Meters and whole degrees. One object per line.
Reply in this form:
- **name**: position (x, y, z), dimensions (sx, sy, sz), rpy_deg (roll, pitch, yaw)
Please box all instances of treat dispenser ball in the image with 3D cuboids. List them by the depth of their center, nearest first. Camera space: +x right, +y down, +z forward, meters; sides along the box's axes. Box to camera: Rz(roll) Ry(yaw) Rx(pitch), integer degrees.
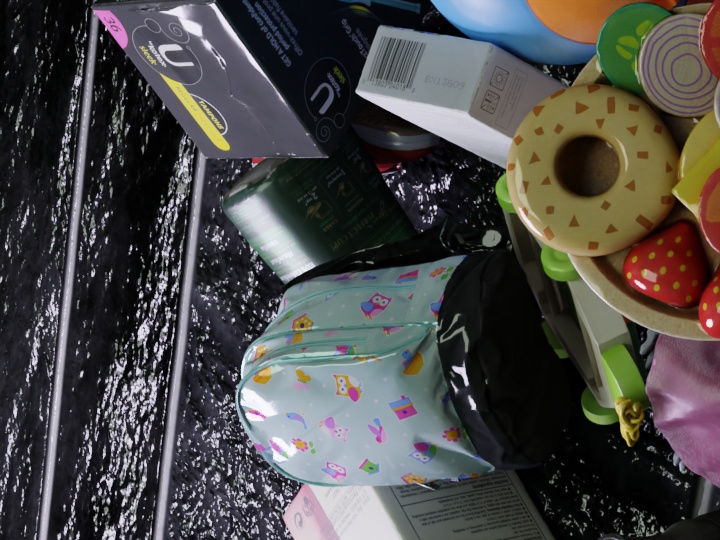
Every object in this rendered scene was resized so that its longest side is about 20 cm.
- **treat dispenser ball**: position (0.122, -0.227, 1.588), dimensions (0.200, 0.200, 0.202), rpy_deg (9, 102, 50)

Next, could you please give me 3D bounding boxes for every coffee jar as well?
- **coffee jar**: position (0.000, 0.000, 1.796), dimensions (0.200, 0.104, 0.085), rpy_deg (55, 143, -8)

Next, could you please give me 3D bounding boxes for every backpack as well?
- **backpack**: position (0.019, 0.064, 1.679), dimensions (0.199, 0.127, 0.168), rpy_deg (-4, 120, 30)

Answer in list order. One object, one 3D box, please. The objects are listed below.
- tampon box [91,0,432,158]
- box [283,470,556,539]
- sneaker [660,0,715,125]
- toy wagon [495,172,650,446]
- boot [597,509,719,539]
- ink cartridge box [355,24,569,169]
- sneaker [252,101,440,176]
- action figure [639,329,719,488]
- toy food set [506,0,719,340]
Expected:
- **tampon box**: position (-0.054, -0.196, 1.756), dimensions (0.126, 0.200, 0.150), rpy_deg (2, 139, 44)
- **box**: position (0.057, 0.209, 1.785), dimensions (0.200, 0.127, 0.109), rpy_deg (60, 136, 27)
- **sneaker**: position (0.247, -0.127, 1.560), dimensions (0.200, 0.115, 0.078), rpy_deg (-43, 38, 11)
- **toy wagon**: position (0.143, 0.030, 1.652), dimensions (0.200, 0.039, 0.156), rpy_deg (59, 172, 44)
- **boot**: position (0.158, 0.232, 1.660), dimensions (0.068, 0.130, 0.201), rpy_deg (51, 131, 35)
- **ink cartridge box**: position (0.105, -0.094, 1.652), dimensions (0.109, 0.200, 0.051), rpy_deg (16, 85, 49)
- **sneaker**: position (-0.013, -0.068, 1.882), dimensions (0.200, 0.071, 0.113), rpy_deg (13, 105, 52)
- **action figure**: position (0.271, 0.078, 1.550), dimensions (0.199, 0.134, 0.149), rpy_deg (-1, 59, 45)
- **toy food set**: position (0.198, -0.061, 1.478), dimensions (0.200, 0.049, 0.198), rpy_deg (44, 99, 15)
